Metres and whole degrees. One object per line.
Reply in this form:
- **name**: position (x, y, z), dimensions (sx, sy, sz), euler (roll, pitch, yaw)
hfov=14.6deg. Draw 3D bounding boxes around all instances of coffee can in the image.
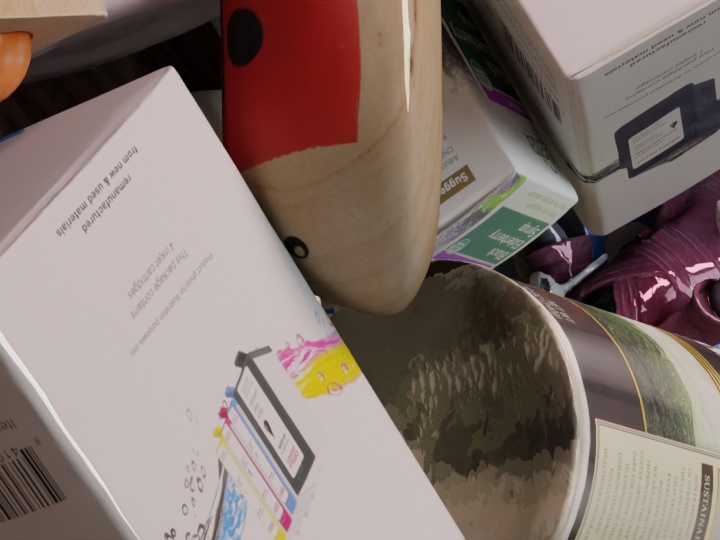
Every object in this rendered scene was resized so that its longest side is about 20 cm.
- **coffee can**: position (0.084, 0.087, 1.098), dimensions (0.199, 0.146, 0.147), euler (17, 60, -48)

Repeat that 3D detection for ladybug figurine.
- **ladybug figurine**: position (-0.012, -0.084, 0.962), dimensions (0.136, 0.071, 0.202), euler (105, -16, -74)

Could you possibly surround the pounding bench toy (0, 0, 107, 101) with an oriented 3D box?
- **pounding bench toy**: position (-0.150, -0.128, 0.885), dimensions (0.124, 0.199, 0.157), euler (-10, 81, -55)

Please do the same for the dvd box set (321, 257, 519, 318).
- **dvd box set**: position (0.000, 0.000, 1.177), dimensions (0.199, 0.029, 0.147), euler (-6, 77, -55)

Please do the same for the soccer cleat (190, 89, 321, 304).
- **soccer cleat**: position (-0.037, 0.019, 1.043), dimensions (0.077, 0.069, 0.201), euler (-20, 74, -21)

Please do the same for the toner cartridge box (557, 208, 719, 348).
- **toner cartridge box**: position (0.141, 0.004, 1.324), dimensions (0.094, 0.043, 0.201), euler (-15, 87, -28)

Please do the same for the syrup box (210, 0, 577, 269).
- **syrup box**: position (-0.002, -0.092, 1.115), dimensions (0.201, 0.081, 0.079), euler (60, 16, 17)

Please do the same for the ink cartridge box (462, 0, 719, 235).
- **ink cartridge box**: position (0.087, -0.117, 1.111), dimensions (0.145, 0.084, 0.200), euler (60, -1, 17)

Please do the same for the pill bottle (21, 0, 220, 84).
- **pill bottle**: position (-0.123, -0.177, 1.025), dimensions (0.111, 0.111, 0.201), euler (-16, 86, -55)

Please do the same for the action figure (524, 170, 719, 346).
- **action figure**: position (0.137, 0.006, 1.255), dimensions (0.199, 0.134, 0.150), euler (-33, 129, -27)

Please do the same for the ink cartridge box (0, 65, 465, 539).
- **ink cartridge box**: position (-0.090, 0.070, 0.917), dimensions (0.201, 0.147, 0.145), euler (58, 36, -17)
